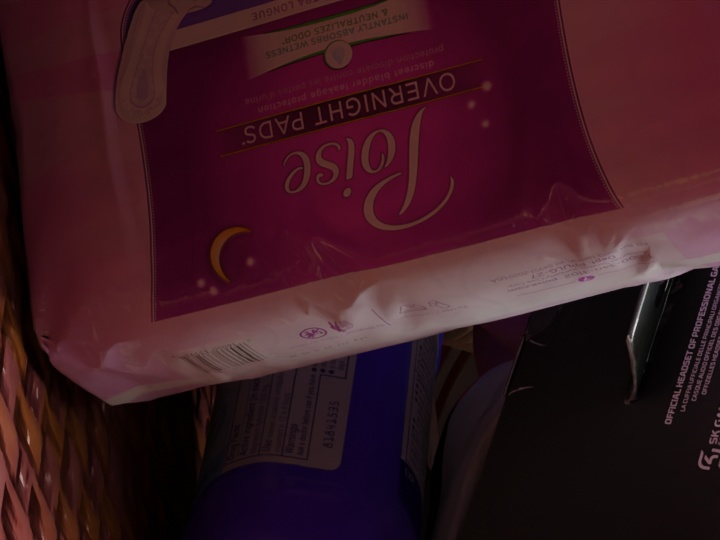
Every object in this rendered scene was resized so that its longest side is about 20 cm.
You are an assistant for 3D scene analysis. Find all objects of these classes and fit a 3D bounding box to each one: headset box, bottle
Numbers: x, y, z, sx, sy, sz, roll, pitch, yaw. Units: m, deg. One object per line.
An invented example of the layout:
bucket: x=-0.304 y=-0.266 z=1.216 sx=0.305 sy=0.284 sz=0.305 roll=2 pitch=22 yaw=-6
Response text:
headset box: x=0.107 y=0.050 z=0.677 sx=0.200 sy=0.075 sz=0.149 roll=53 pitch=49 yaw=-46
bottle: x=-0.010 y=0.029 z=0.736 sx=0.200 sy=0.065 sz=0.084 roll=-82 pitch=-178 yaw=-46

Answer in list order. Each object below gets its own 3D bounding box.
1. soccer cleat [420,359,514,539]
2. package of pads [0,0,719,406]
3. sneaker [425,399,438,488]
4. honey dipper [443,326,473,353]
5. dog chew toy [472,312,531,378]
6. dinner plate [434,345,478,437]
soccer cleat: x=0.034 y=0.121 z=0.705 sx=0.085 sy=0.069 sz=0.200 roll=110 pitch=-7 yaw=-83
package of pads: x=0.017 y=-0.047 z=0.591 sx=0.076 sy=0.200 sz=0.121 roll=23 pitch=56 yaw=-65
sneaker: x=0.003 y=0.113 z=0.860 sx=0.085 sy=0.074 sz=0.200 roll=15 pitch=56 yaw=-76
honey dipper: x=0.000 y=0.000 z=0.870 sx=0.200 sy=0.038 sz=0.038 roll=15 pitch=62 yaw=-57
dog chew toy: x=0.094 y=0.024 z=0.832 sx=0.200 sy=0.124 sz=0.125 roll=48 pitch=26 yaw=-37
dinner plate: x=0.066 y=0.076 z=1.010 sx=0.024 sy=0.200 sz=0.200 roll=19 pitch=49 yaw=-32
